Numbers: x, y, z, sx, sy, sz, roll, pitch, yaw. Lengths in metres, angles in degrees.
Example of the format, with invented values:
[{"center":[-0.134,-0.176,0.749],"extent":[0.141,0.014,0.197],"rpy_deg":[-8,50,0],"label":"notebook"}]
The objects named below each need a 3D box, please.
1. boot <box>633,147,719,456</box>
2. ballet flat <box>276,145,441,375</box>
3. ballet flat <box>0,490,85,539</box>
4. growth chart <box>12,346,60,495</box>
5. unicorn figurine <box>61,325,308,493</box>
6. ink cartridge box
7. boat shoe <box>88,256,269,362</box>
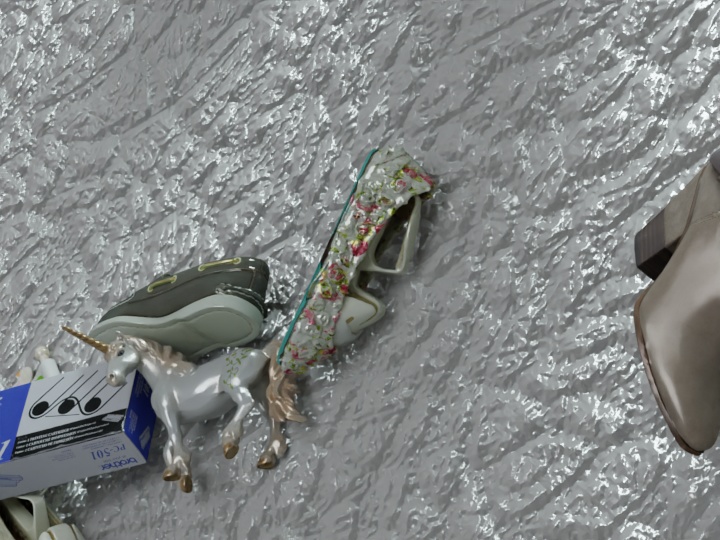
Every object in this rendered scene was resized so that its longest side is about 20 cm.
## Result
[{"center":[0.253,0.005,1.425],"extent":[0.146,0.070,0.200],"rpy_deg":[-30,52,31],"label":"boot"},{"center":[0.000,0.000,1.697],"extent":[0.064,0.076,0.200],"rpy_deg":[26,97,16],"label":"ballet flat"},{"center":[-0.269,0.229,1.845],"extent":[0.200,0.067,0.062],"rpy_deg":[33,125,43],"label":"ballet flat"},{"center":[-0.323,0.177,1.981],"extent":[0.200,0.018,0.145],"rpy_deg":[-52,43,11],"label":"growth chart"},{"center":[-0.135,0.104,1.773],"extent":[0.200,0.074,0.138],"rpy_deg":[-10,63,10],"label":"unicorn figurine"},{"center":[-0.270,0.139,1.861],"extent":[0.200,0.044,0.094],"rpy_deg":[-15,40,21],"label":"ink cartridge box"},{"center":[-0.150,0.034,1.832],"extent":[0.202,0.072,0.060],"rpy_deg":[-14,48,44],"label":"boat shoe"}]
